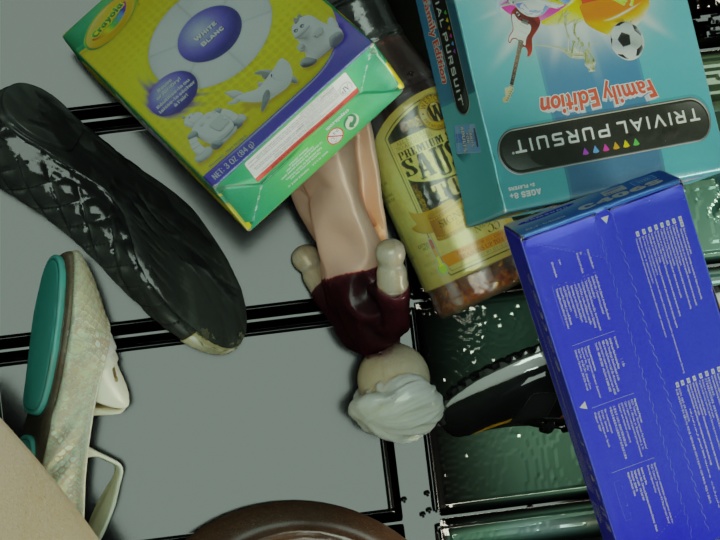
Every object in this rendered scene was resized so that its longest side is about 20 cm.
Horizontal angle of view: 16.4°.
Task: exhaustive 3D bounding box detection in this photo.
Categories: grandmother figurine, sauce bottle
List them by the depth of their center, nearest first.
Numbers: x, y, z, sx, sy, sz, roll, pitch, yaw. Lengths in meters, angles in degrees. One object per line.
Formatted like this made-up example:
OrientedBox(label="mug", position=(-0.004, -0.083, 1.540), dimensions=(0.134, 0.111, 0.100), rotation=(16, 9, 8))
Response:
OrientedBox(label="grandmother figurine", position=(0.000, 0.000, 1.380), dimensions=(0.060, 0.121, 0.200), rotation=(-18, 95, -14))
OrientedBox(label="sauce bottle", position=(0.030, -0.074, 1.409), dimensions=(0.066, 0.066, 0.200), rotation=(-26, 91, -4))

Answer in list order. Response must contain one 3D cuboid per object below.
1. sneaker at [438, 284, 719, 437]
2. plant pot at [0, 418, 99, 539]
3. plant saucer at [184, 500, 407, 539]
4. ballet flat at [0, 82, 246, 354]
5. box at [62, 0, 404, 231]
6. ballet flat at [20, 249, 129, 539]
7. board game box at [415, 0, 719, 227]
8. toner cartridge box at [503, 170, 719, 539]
OrientedBox(label="sneaker", position=(0.145, 0.073, 1.407), dimensions=(0.200, 0.070, 0.090), rotation=(-19, 87, -5))
OrientedBox(label="plant pot", position=(-0.218, 0.217, 1.301), dimensions=(0.177, 0.200, 0.200), rotation=(39, 119, -23))
OrientedBox(label="plant saucer", position=(-0.030, 0.221, 1.379), dimensions=(0.200, 0.034, 0.201), rotation=(4, 71, -11))
OrientedBox(label="ballet flat", position=(-0.141, -0.027, 1.412), dimensions=(0.200, 0.057, 0.066), rotation=(45, 43, -2))
OrientedBox(label="box", position=(-0.078, -0.120, 1.360), dimensions=(0.117, 0.048, 0.200), rotation=(-43, 46, -5))
OrientedBox(label="ballet flat", position=(-0.161, 0.089, 1.400), dimensions=(0.062, 0.067, 0.200), rotation=(10, 94, -23))
OrientedBox(label="board game box", position=(0.111, -0.137, 1.394), dimensions=(0.151, 0.047, 0.200), rotation=(-12, 86, -27))
OrientedBox(label="toner cartridge box", position=(0.154, 0.055, 1.356), dimensions=(0.095, 0.043, 0.200), rotation=(-19, 102, -7))
